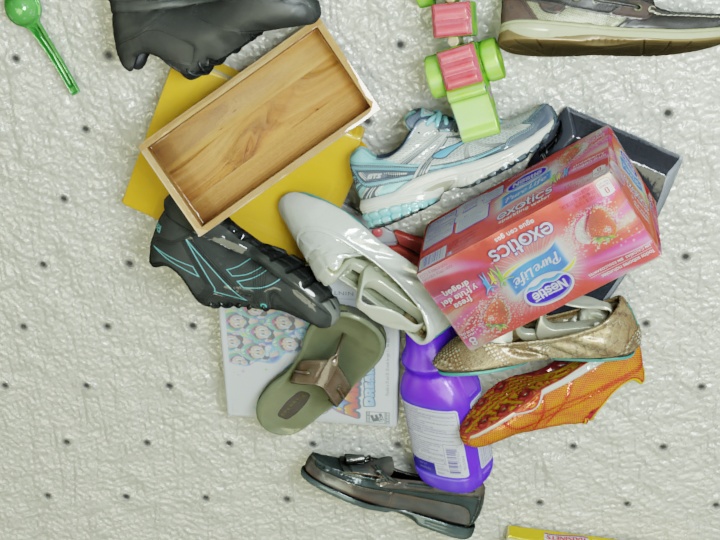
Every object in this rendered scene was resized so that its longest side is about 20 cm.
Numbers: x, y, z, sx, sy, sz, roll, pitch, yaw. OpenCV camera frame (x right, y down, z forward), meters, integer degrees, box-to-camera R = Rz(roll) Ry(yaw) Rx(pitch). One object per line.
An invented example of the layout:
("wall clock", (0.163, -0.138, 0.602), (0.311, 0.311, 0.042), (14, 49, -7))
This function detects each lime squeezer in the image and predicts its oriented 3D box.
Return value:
("lime squeezer", (-0.316, -0.241, 1.359), (0.038, 0.071, 0.200), (-35, 141, 8))

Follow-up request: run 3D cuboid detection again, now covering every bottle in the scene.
("bottle", (0.081, 0.126, 1.501), (0.083, 0.065, 0.202), (10, 124, 36))

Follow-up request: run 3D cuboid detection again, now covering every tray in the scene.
("tray", (-0.091, -0.130, 1.350), (0.199, 0.037, 0.099), (-35, 97, 2))

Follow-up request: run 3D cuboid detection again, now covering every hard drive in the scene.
("hard drive", (0.204, -0.041, 1.403), (0.134, 0.042, 0.201), (23, 121, -5))

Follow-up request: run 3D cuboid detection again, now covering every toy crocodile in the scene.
("toy crocodile", (0.083, -0.212, 1.295), (0.067, 0.062, 0.202), (-9, 98, 14))

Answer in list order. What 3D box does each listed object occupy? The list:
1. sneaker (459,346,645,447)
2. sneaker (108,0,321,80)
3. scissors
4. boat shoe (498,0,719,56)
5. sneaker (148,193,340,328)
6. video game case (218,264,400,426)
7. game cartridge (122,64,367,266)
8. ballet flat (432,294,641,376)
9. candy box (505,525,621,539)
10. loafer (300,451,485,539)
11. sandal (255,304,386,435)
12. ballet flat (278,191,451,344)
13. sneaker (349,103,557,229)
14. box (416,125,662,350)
("sneaker", (0.191, 0.128, 1.456), (0.199, 0.073, 0.078), (-26, 111, -3))
("sneaker", (-0.129, -0.215, 1.326), (0.198, 0.076, 0.092), (1, 99, 18))
("scissors", (0.024, -0.027, 1.457), (0.198, 0.014, 0.074), (19, 121, -3))
("boat shoe", (0.217, -0.219, 1.281), (0.198, 0.073, 0.066), (0, 87, -5))
("sneaker", (-0.110, 0.005, 1.409), (0.199, 0.075, 0.080), (32, 101, 9))
("video game case", (-0.050, 0.076, 1.502), (0.180, 0.024, 0.201), (3, 130, 4))
("game cartridge", (-0.110, -0.098, 1.424), (0.199, 0.033, 0.177), (24, 122, -6))
("ballet flat", (0.163, 0.055, 1.409), (0.198, 0.071, 0.066), (-8, 112, 5))
("candy box", (0.252, 0.334, 1.624), (0.198, 0.026, 0.103), (7, 123, 5))
("loafer", (0.037, 0.221, 1.579), (0.198, 0.072, 0.063), (21, 102, -11))
("sandal", (-0.038, 0.110, 1.476), (0.079, 0.058, 0.201), (26, 128, -14))
("ballet flat", (0.000, 0.000, 1.387), (0.199, 0.070, 0.070), (34, 120, -1))
("sneaker", (0.081, -0.114, 1.353), (0.199, 0.078, 0.087), (-25, 93, 3))
("box", (0.159, -0.029, 1.334), (0.199, 0.103, 0.095), (-29, 112, 21))
